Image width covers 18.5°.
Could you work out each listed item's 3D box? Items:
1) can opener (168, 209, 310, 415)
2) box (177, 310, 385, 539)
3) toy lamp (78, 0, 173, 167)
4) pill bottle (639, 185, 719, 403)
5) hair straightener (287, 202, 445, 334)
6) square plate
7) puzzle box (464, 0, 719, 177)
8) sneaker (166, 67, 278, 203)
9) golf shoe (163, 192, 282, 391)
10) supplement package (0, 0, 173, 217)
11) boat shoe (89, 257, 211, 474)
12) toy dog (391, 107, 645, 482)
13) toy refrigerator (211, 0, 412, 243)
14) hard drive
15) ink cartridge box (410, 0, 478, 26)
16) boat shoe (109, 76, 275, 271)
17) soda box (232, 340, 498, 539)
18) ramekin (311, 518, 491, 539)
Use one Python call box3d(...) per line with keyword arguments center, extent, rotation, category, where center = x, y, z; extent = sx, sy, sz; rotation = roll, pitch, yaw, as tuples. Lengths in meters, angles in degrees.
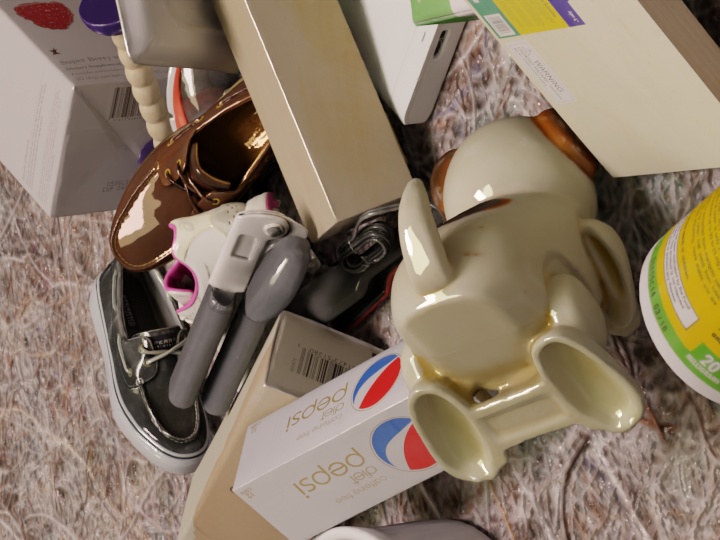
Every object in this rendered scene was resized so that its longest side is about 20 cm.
box3d(center=(-0.089, 0.034, 1.550), extent=(0.201, 0.052, 0.067), rotation=(118, 161, -44), category="can opener")
box3d(center=(-0.056, 0.132, 1.602), extent=(0.078, 0.094, 0.201), rotation=(-78, 11, -47), category="box")
box3d(center=(-0.159, -0.126, 1.680), extent=(0.058, 0.058, 0.201), rotation=(42, 161, 42), category="toy lamp")
box3d(center=(0.241, -0.019, 1.141), extent=(0.200, 0.110, 0.112), rotation=(-47, 60, 49), category="pill bottle")
box3d(center=(0.000, 0.000, 1.523), extent=(0.200, 0.076, 0.041), rotation=(-35, 65, 53), category="hair straightener")
box3d(center=(-0.124, -0.242, 1.571), extent=(0.028, 0.198, 0.202), rotation=(-13, 86, 26), category="square plate")
box3d(center=(0.133, -0.132, 1.239), extent=(0.200, 0.025, 0.133), rotation=(47, 155, -25), category="puzzle box")
box3d(center=(-0.094, -0.100, 1.664), extent=(0.081, 0.077, 0.202), rotation=(8, 107, 26), category="sneaker")
box3d(center=(-0.100, 0.020, 1.629), extent=(0.201, 0.091, 0.076), rotation=(93, 169, -47), category="golf shoe")
box3d(center=(-0.236, -0.149, 1.792), extent=(0.200, 0.120, 0.121), rotation=(43, 130, 41), category="supplement package")
box3d(center=(-0.171, 0.069, 1.790), extent=(0.201, 0.072, 0.071), rotation=(63, 146, 28), category="boat shoe")
box3d(center=(0.083, -0.005, 1.317), extent=(0.139, 0.194, 0.201), rotation=(-33, 25, 35), category="toy dog")
box3d(center=(-0.033, -0.129, 1.515), extent=(0.202, 0.069, 0.076), rotation=(68, 162, 5), category="toy refrigerator")
box3d(center=(0.005, -0.213, 1.513), extent=(0.200, 0.026, 0.133), rotation=(52, 136, 35), category="hard drive")
box3d(center=(0.109, -0.232, 1.307), extent=(0.199, 0.084, 0.148), rotation=(-3, 96, 55), category="ink cartridge box")
box3d(center=(-0.114, -0.074, 1.600), extent=(0.072, 0.068, 0.200), rotation=(45, 106, -3), category="boat shoe")
box3d(center=(0.011, 0.106, 1.467), extent=(0.199, 0.068, 0.064), rotation=(-31, 30, 32), category="soda box")
box3d(center=(0.040, 0.265, 1.509), extent=(0.200, 0.097, 0.203), rotation=(17, 112, 52), category="ramekin")
